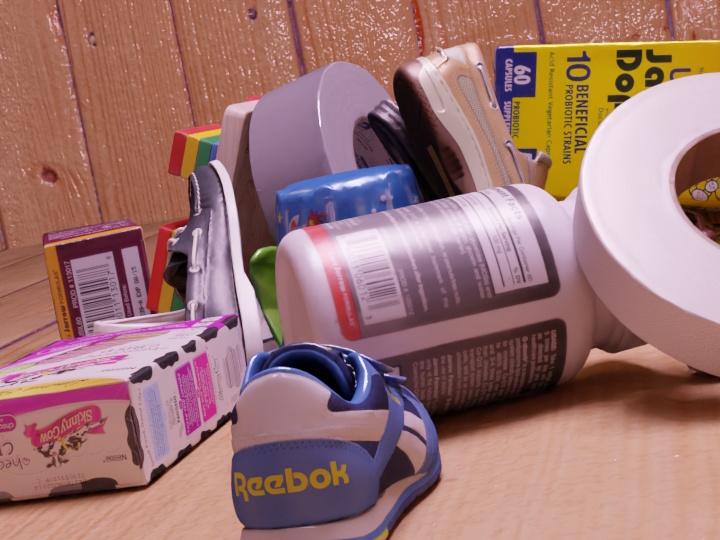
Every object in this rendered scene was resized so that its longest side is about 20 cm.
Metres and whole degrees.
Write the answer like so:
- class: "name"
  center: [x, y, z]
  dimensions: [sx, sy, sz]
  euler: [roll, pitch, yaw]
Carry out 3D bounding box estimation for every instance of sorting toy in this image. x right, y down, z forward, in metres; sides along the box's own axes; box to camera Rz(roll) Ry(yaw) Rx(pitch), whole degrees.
- class: "sorting toy"
  center: [-0.098, -0.051, 1.265]
  dimensions: [0.069, 0.202, 0.198]
  euler: [17, 16, 19]

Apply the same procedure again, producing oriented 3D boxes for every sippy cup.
- class: "sippy cup"
  center: [0.000, 0.000, 1.017]
  dimensions: [0.176, 0.132, 0.140]
  euler: [-10, 6, 11]

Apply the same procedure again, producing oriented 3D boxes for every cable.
- class: "cable"
  center: [0.076, -0.041, 1.066]
  dimensions: [0.050, 0.201, 0.097]
  euler: [-35, 5, -5]

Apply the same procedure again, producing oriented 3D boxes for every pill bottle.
- class: "pill bottle"
  center: [0.060, 0.017, 0.838]
  dimensions: [0.197, 0.117, 0.116]
  euler: [-12, 6, -13]

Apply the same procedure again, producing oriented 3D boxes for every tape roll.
- class: "tape roll"
  center: [0.211, -0.027, 0.783]
  dimensions: [0.200, 0.037, 0.204]
  euler: [0, 46, 0]
- class: "tape roll"
  center: [-0.005, -0.058, 1.173]
  dimensions: [0.066, 0.202, 0.200]
  euler: [-21, 2, 22]

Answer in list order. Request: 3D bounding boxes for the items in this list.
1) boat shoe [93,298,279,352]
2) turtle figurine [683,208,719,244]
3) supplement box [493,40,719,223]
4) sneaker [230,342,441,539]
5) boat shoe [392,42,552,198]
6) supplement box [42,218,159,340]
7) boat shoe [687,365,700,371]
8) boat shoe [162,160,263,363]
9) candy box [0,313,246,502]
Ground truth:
- class: "boat shoe"
  center: [-0.106, 0.038, 1.129]
  dimensions: [0.198, 0.071, 0.071]
  euler: [-14, 7, -23]
- class: "turtle figurine"
  center: [0.219, -0.008, 1.005]
  dimensions: [0.198, 0.065, 0.160]
  euler: [-5, 9, 42]
- class: "supplement box"
  center: [0.197, -0.094, 1.059]
  dimensions: [0.197, 0.110, 0.109]
  euler: [1, -6, 16]
- class: "sneaker"
  center: [-0.009, 0.067, 0.674]
  dimensions: [0.073, 0.083, 0.200]
  euler: [-11, 4, 10]
- class: "boat shoe"
  center: [0.094, -0.054, 0.988]
  dimensions: [0.075, 0.202, 0.072]
  euler: [-23, 2, -15]
- class: "supplement box"
  center: [-0.229, 0.018, 1.334]
  dimensions: [0.085, 0.112, 0.200]
  euler: [-11, 7, -11]
- class: "boat shoe"
  center: [0.261, 0.001, 0.825]
  dimensions: [0.198, 0.072, 0.072]
  euler: [-13, 7, -22]
- class: "boat shoe"
  center: [-0.110, -0.001, 1.072]
  dimensions: [0.060, 0.076, 0.201]
  euler: [-8, 44, -9]
- class: "candy box"
  center: [-0.159, 0.080, 0.907]
  dimensions: [0.135, 0.062, 0.200]
  euler: [-9, 7, 13]
